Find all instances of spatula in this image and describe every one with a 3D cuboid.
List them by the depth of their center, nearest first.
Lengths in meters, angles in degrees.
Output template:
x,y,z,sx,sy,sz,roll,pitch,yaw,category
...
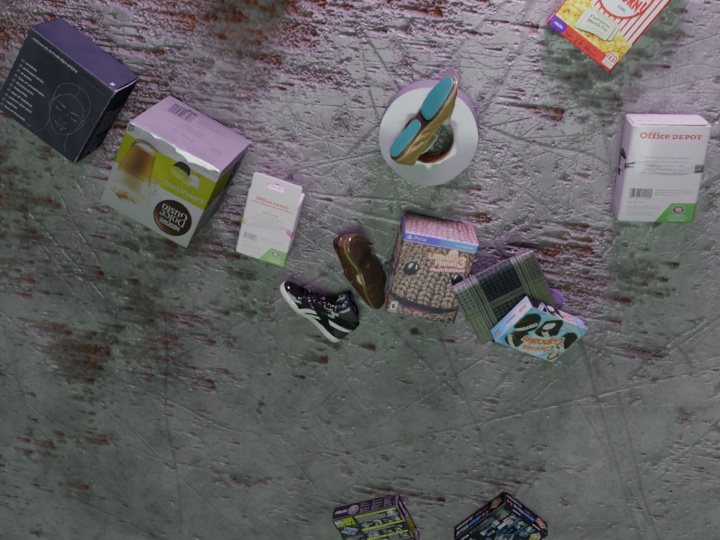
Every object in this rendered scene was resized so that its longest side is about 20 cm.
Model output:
x,y,z,sx,sy,sz,roll,pitch,yaw,category
0.370,0.105,1.654,0.056,0.021,0.200,41,117,-15,spatula

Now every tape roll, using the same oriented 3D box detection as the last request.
x,y,z,sx,sy,sz,roll,pitch,yaw,category
0.137,-0.275,1.467,0.199,0.066,0.201,4,117,8,tape roll

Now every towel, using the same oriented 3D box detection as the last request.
x,y,z,sx,sy,sz,roll,pitch,yaw,category
0.308,0.057,1.566,0.192,0.035,0.200,-27,130,6,towel

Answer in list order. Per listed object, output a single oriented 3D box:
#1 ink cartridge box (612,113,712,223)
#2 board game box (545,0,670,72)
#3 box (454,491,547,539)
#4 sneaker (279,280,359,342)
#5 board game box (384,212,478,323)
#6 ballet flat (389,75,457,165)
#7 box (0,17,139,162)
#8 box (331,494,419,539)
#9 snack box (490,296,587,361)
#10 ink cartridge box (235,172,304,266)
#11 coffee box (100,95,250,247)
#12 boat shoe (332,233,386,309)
x,y,z,sx,sy,sz,roll,pitch,yaw,category
0.583,-0.200,1.424,0.145,0.084,0.201,3,118,7,ink cartridge box
0.458,-0.487,1.315,0.151,0.046,0.200,33,117,-9,board game box
0.373,0.698,1.950,0.159,0.046,0.200,38,116,-11,box
-0.082,0.069,1.685,0.112,0.073,0.200,-38,114,21,sneaker
0.149,-0.004,1.578,0.158,0.097,0.201,9,119,-5,board game box
0.133,-0.284,1.401,0.063,0.069,0.200,20,126,-34,ballet flat
-0.603,-0.370,1.502,0.200,0.124,0.197,37,118,-10,box
0.043,0.707,2.009,0.199,0.044,0.161,-19,112,18,box
0.395,0.132,1.608,0.199,0.037,0.116,20,123,-34,snack box
-0.193,-0.122,1.598,0.116,0.067,0.201,18,120,0,ink cartridge box
-0.379,-0.206,1.508,0.199,0.200,0.198,29,118,-6,coffee box
0.000,0.000,1.639,0.067,0.072,0.201,7,134,43,boat shoe
